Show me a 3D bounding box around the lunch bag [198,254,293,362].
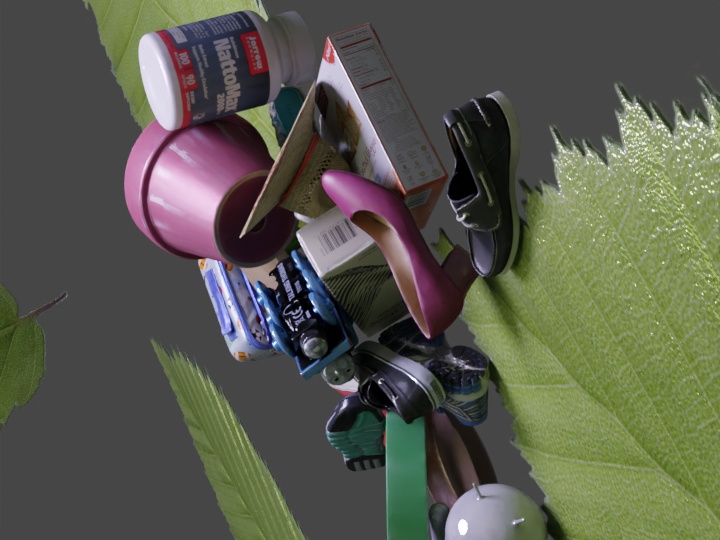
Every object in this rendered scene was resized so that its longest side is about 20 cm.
[{"bbox_3d":[-0.158,0.040,1.977,0.075,0.159,0.202,-33,74,38],"label":"lunch bag"}]

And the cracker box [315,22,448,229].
[{"bbox_3d":[0.018,-0.149,1.427,0.134,0.057,0.201,111,136,-66],"label":"cracker box"}]

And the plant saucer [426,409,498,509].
[{"bbox_3d":[0.119,0.241,1.587,0.201,0.034,0.201,55,157,37],"label":"plant saucer"}]

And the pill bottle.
[{"bbox_3d":[-0.162,-0.254,1.606,0.120,0.198,0.120,51,152,42],"label":"pill bottle"}]

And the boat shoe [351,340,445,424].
[{"bbox_3d":[0.026,0.128,1.474,0.069,0.056,0.200,59,162,-17],"label":"boat shoe"}]

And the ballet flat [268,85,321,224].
[{"bbox_3d":[-0.068,-0.143,1.687,0.072,0.071,0.202,130,126,-70],"label":"ballet flat"}]

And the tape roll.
[{"bbox_3d":[0.055,0.265,1.533,0.200,0.048,0.203,-2,-90,-87],"label":"tape roll"}]

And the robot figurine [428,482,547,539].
[{"bbox_3d":[0.149,0.316,1.447,0.168,0.113,0.201,21,138,22],"label":"robot figurine"}]

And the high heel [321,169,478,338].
[{"bbox_3d":[0.026,-0.021,1.345,0.199,0.096,0.068,34,158,7],"label":"high heel"}]

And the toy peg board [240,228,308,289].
[{"bbox_3d":[-0.071,0.018,1.853,0.200,0.098,0.200,54,163,-2],"label":"toy peg board"}]

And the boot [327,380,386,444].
[{"bbox_3d":[0.022,0.199,1.773,0.200,0.072,0.146,10,120,66],"label":"boot"}]

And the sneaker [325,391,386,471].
[{"bbox_3d":[-0.007,0.177,1.614,0.201,0.074,0.088,84,179,-61],"label":"sneaker"}]

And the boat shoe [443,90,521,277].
[{"bbox_3d":[0.109,-0.073,1.230,0.072,0.067,0.201,49,154,44],"label":"boat shoe"}]

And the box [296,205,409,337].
[{"bbox_3d":[0.000,0.000,1.495,0.069,0.082,0.200,60,-177,28],"label":"box"}]

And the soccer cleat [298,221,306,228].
[{"bbox_3d":[-0.076,-0.077,1.737,0.200,0.083,0.065,50,154,48],"label":"soccer cleat"}]

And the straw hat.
[{"bbox_3d":[-0.058,-0.106,1.466,0.084,0.203,0.201,26,161,-6],"label":"straw hat"}]

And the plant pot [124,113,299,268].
[{"bbox_3d":[-0.174,-0.094,1.649,0.179,0.199,0.202,31,139,48],"label":"plant pot"}]

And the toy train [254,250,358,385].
[{"bbox_3d":[-0.055,0.058,1.518,0.114,0.086,0.200,48,-173,-30],"label":"toy train"}]

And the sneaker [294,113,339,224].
[{"bbox_3d":[-0.034,-0.097,1.569,0.078,0.099,0.202,44,149,53],"label":"sneaker"}]

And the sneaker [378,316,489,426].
[{"bbox_3d":[0.084,0.120,1.499,0.200,0.076,0.086,41,150,58],"label":"sneaker"}]
